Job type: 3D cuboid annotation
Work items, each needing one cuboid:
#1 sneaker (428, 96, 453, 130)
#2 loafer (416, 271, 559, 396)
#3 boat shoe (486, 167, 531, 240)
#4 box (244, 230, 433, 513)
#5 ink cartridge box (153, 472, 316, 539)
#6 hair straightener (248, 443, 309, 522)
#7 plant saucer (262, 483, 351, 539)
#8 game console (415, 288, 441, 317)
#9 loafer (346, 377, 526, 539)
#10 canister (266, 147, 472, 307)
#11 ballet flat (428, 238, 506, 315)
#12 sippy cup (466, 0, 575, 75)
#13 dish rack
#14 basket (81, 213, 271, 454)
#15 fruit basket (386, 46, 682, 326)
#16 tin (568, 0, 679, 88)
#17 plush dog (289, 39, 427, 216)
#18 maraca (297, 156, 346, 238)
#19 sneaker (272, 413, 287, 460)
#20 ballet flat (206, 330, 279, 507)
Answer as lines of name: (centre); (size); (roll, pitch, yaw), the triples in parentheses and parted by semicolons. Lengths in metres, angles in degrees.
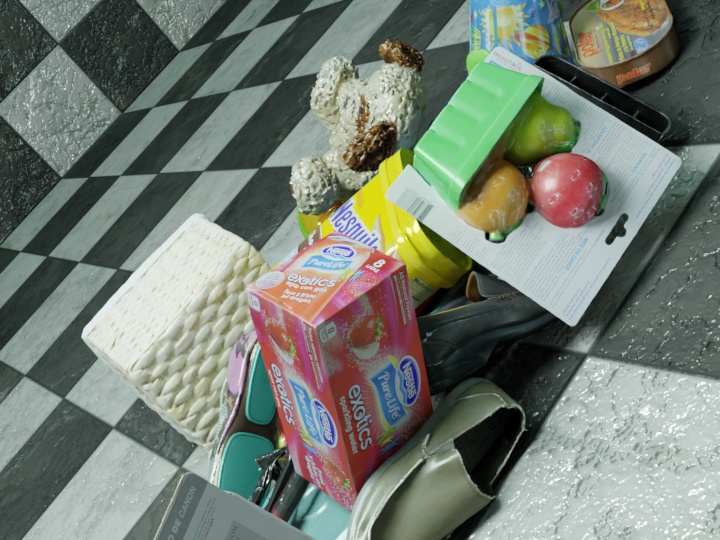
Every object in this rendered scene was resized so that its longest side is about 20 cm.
sneaker: (0.124, -0.155, 1.271); (0.069, 0.079, 0.200); (15, 29, 21)
loafer: (0.117, 0.032, 0.928); (0.198, 0.073, 0.073); (-30, -2, -20)
boat shoe: (0.144, -0.078, 1.126); (0.074, 0.062, 0.201); (-32, 27, 26)
box: (-0.010, 0.085, 0.868); (0.099, 0.203, 0.095); (-33, 37, -30)
ink cartridge box: (-0.124, 0.273, 0.796); (0.083, 0.175, 0.203); (-7, 52, 49)
hair straightener: (-0.066, 0.189, 0.973); (0.076, 0.041, 0.202); (-15, 41, 46)
plant saucer: (-0.032, 0.215, 0.956); (0.199, 0.036, 0.201); (-34, 26, 19)
game console: (0.055, -0.036, 1.107); (0.178, 0.031, 0.200); (-50, 24, 4)
loafer: (0.063, 0.167, 0.843); (0.201, 0.075, 0.069); (-53, 23, -21)
canister: (0.000, 0.000, 1.023); (0.199, 0.086, 0.150); (-40, 36, 24)
ballet flat: (0.115, 0.034, 0.996); (0.200, 0.073, 0.073); (-47, 25, -16)
sippy cup: (0.181, -0.266, 1.232); (0.137, 0.132, 0.179); (-12, 27, 3)
dish rack: (0.183, -0.108, 1.011); (0.152, 0.055, 0.200); (33, 57, 23)
basket: (-0.160, 0.078, 1.177); (0.200, 0.199, 0.160); (-48, 30, -14)
fruit basket: (0.150, -0.078, 0.931); (0.186, 0.199, 0.094); (-53, -7, -15)
tin: (0.297, -0.269, 1.209); (0.110, 0.042, 0.201); (-18, 32, 17)
plush dog: (0.020, -0.157, 1.189); (0.172, 0.158, 0.203); (131, 155, -64)
maraca: (-0.015, -0.069, 1.300); (0.135, 0.108, 0.203); (-6, 53, 18)
sneaker: (-0.044, 0.116, 1.100); (0.090, 0.078, 0.202); (10, 62, 50)
ballet flat: (-0.116, 0.156, 1.037); (0.071, 0.068, 0.204); (-13, 61, 50)
